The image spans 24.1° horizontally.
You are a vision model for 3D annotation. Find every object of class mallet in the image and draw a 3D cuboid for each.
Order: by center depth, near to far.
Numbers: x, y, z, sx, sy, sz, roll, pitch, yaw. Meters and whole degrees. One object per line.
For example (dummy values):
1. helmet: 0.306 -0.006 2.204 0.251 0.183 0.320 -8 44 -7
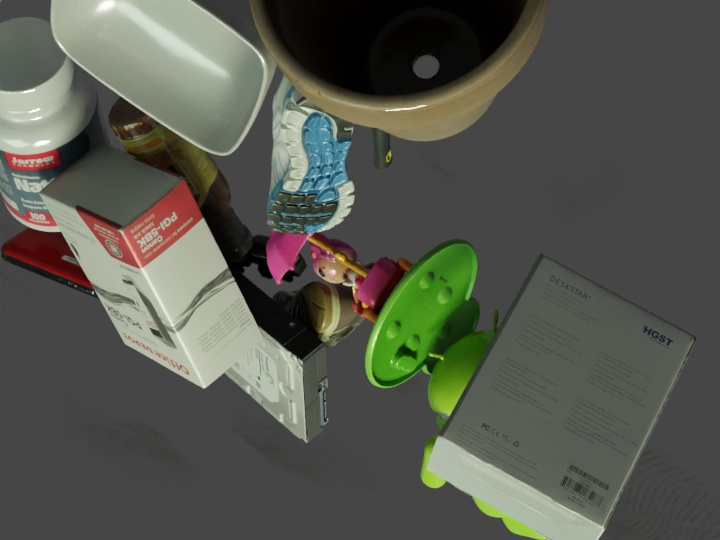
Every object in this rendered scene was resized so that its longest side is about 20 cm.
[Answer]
1. mallet: 0.020 -0.144 1.360 0.041 0.066 0.200 24 166 12

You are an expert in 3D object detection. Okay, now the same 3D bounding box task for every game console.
1. game console: -0.264 0.019 1.830 0.198 0.172 0.120 19 123 23

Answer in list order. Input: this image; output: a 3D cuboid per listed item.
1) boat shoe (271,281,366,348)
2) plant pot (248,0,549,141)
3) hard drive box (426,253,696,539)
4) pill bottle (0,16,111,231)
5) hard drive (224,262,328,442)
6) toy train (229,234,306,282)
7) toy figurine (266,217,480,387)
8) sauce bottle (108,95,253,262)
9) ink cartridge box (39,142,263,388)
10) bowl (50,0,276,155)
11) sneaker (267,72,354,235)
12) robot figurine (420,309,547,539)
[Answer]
1. boat shoe: -0.045 0.052 1.697 0.064 0.074 0.200 2 174 -20
2. plant pot: 0.033 -0.171 1.158 0.199 0.202 0.175 25 168 14
3. hard drive box: 0.171 0.112 1.425 0.155 0.201 0.077 29 153 8
4. pill bottle: -0.304 -0.140 1.605 0.119 0.120 0.201 23 151 18
5. hard drive: -0.112 0.069 1.691 0.199 0.038 0.141 38 150 27
6. toy train: -0.139 -0.023 1.713 0.198 0.034 0.046 9 141 37
7. toy figurine: 0.000 0.000 1.547 0.183 0.151 0.200 34 180 26
8. sauce bottle: -0.164 -0.088 1.603 0.066 0.066 0.201 5 142 41
9. ink cartridge box: -0.195 -0.004 1.580 0.146 0.083 0.201 22 146 46
10. bowl: -0.154 -0.205 1.394 0.199 0.075 0.200 33 152 -2
11. sneaker: -0.044 -0.111 1.424 0.074 0.087 0.201 -4 144 -13
12. robot figurine: 0.135 0.143 1.543 0.202 0.174 0.115 64 161 -11
